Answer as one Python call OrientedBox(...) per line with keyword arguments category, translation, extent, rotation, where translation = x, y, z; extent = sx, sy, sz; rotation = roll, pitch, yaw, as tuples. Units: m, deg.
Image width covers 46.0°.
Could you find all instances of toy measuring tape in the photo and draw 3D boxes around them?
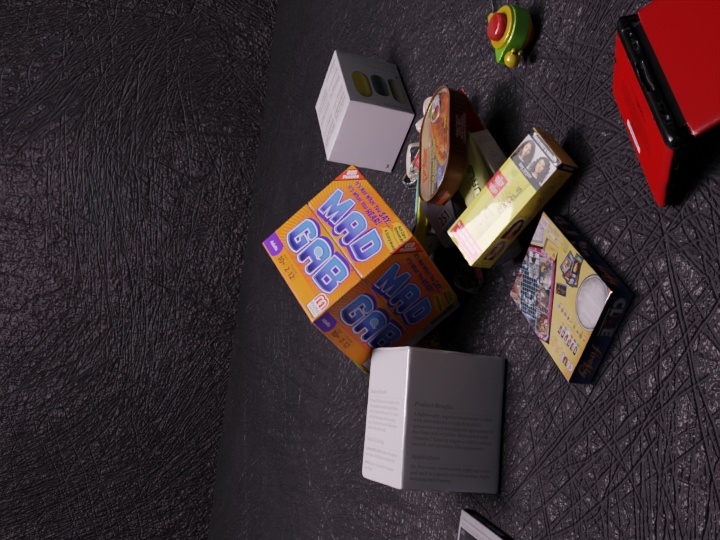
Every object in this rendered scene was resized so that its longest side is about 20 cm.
OrientedBox(category="toy measuring tape", translation=(0.231, -0.407, 1.324), extent=(0.074, 0.072, 0.204), rotation=(131, 142, -57))

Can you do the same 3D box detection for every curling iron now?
OrientedBox(category="curling iron", translation=(0.159, -0.062, 1.358), extent=(0.026, 0.049, 0.204), rotation=(-67, -34, -83))

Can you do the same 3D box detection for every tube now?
OrientedBox(category="tube", translation=(0.183, -0.107, 1.290), extent=(0.057, 0.052, 0.203), rotation=(-26, 68, 16))

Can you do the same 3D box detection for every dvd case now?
OrientedBox(category="dvd case", translation=(0.173, 0.471, 1.232), extent=(0.150, 0.024, 0.204), rotation=(-171, 89, -71))

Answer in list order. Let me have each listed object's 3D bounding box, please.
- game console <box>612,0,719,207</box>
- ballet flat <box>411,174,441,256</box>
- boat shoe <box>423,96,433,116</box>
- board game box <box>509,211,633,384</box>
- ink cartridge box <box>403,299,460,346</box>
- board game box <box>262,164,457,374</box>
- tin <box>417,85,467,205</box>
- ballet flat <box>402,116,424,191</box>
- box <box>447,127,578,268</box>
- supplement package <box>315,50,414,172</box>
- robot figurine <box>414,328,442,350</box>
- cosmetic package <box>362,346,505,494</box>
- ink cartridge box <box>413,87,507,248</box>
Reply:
OrientedBox(category="game console", translation=(0.366, -0.205, 0.942), extent=(0.173, 0.116, 0.203), rotation=(72, -171, -53))
OrientedBox(category="ballet flat", translation=(0.122, -0.082, 1.520), extent=(0.067, 0.066, 0.204), rotation=(15, -96, -79))
OrientedBox(category="boat shoe", translation=(0.158, -0.205, 1.469), extent=(0.066, 0.056, 0.204), rotation=(0, 102, 55))
OrientedBox(category="board game box", translation=(0.268, 0.031, 1.107), extent=(0.201, 0.034, 0.137), rotation=(-113, 35, -55))
OrientedBox(category="ink cartridge box", translation=(0.074, 0.054, 1.508), extent=(0.160, 0.047, 0.201), rotation=(-41, 30, 5))
OrientedBox(category="board game box", translation=(0.000, 0.000, 1.383), extent=(0.199, 0.200, 0.201), rotation=(-40, 50, 2))
OrientedBox(category="tin", translation=(0.129, -0.196, 1.333), extent=(0.112, 0.041, 0.203), rotation=(136, 144, -54))
OrientedBox(category="ballet flat", translation=(0.126, -0.238, 1.563), extent=(0.074, 0.073, 0.203), rotation=(-119, 41, -59))
OrientedBox(category="box", translation=(0.211, -0.099, 1.194), extent=(0.201, 0.050, 0.076), rotation=(-51, 55, 30))
OrientedBox(category="supplement package", translation=(0.005, -0.341, 1.816), extent=(0.202, 0.149, 0.152), rotation=(-104, 29, -46))
OrientedBox(category="robot figurine", translation=(0.091, 0.177, 1.522), extent=(0.201, 0.057, 0.147), rotation=(117, 152, -45))
OrientedBox(category="cosmetic package", translation=(0.109, 0.226, 1.296), extent=(0.165, 0.162, 0.204), rotation=(161, 116, -69))
OrientedBox(category="ink cartridge box", translation=(0.153, -0.165, 1.396), extent=(0.178, 0.044, 0.201), rotation=(61, 147, 19))
